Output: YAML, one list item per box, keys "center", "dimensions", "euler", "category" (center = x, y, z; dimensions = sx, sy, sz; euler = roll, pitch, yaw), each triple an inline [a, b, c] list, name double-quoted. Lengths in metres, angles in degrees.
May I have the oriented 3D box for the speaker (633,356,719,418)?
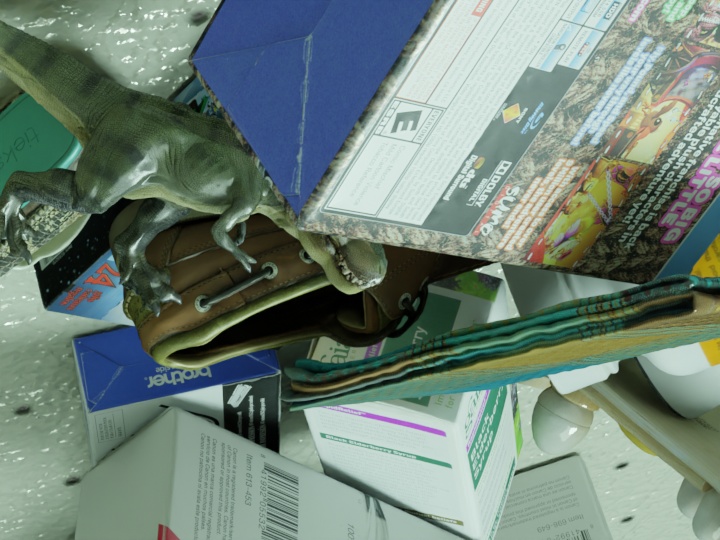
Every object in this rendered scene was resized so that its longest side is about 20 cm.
- center: [0.232, -0.004, 1.077]
  dimensions: [0.200, 0.081, 0.081]
  euler: [-30, 149, 21]
  category: "speaker"

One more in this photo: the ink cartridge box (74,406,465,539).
- center: [-0.035, 0.175, 1.019]
  dimensions: [0.200, 0.145, 0.084]
  euler: [27, 135, -28]
  category: "ink cartridge box"

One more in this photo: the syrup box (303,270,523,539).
- center: [0.029, 0.072, 1.063]
  dimensions: [0.081, 0.079, 0.200]
  euler: [13, 155, 12]
  category: "syrup box"

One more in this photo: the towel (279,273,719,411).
- center: [0.087, 0.025, 0.857]
  dimensions: [0.200, 0.022, 0.147]
  euler: [-16, 172, 39]
  category: "towel"

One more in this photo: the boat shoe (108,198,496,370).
- center: [0.000, 0.000, 0.882]
  dimensions: [0.200, 0.068, 0.072]
  euler: [-11, 150, -14]
  category: "boat shoe"

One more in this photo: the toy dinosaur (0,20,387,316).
- center: [-0.087, -0.034, 0.785]
  dimensions: [0.200, 0.047, 0.088]
  euler: [28, 118, -4]
  category: "toy dinosaur"

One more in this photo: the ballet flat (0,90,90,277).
- center: [-0.162, -0.009, 0.864]
  dimensions: [0.200, 0.068, 0.075]
  euler: [-32, 157, 17]
  category: "ballet flat"

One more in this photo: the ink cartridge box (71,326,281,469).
- center: [-0.090, 0.091, 1.093]
  dimensions: [0.094, 0.044, 0.200]
  euler: [-12, 151, -9]
  category: "ink cartridge box"

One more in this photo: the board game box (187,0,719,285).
- center: [0.070, -0.092, 0.772]
  dimensions: [0.200, 0.097, 0.160]
  euler: [9, 125, -42]
  category: "board game box"

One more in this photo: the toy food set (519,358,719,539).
- center: [0.166, 0.105, 1.127]
  dimensions: [0.143, 0.200, 0.060]
  euler: [17, 108, -46]
  category: "toy food set"

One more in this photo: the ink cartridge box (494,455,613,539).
- center: [0.099, 0.233, 1.285]
  dimensions: [0.145, 0.200, 0.085]
  euler: [-18, 151, -1]
  category: "ink cartridge box"

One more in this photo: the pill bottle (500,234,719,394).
- center: [0.168, -0.019, 0.981]
  dimensions: [0.200, 0.111, 0.111]
  euler: [-23, 151, 9]
  category: "pill bottle"

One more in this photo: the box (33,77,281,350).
- center: [-0.027, -0.040, 0.909]
  dimensions: [0.136, 0.038, 0.200]
  euler: [12, 139, -43]
  category: "box"
